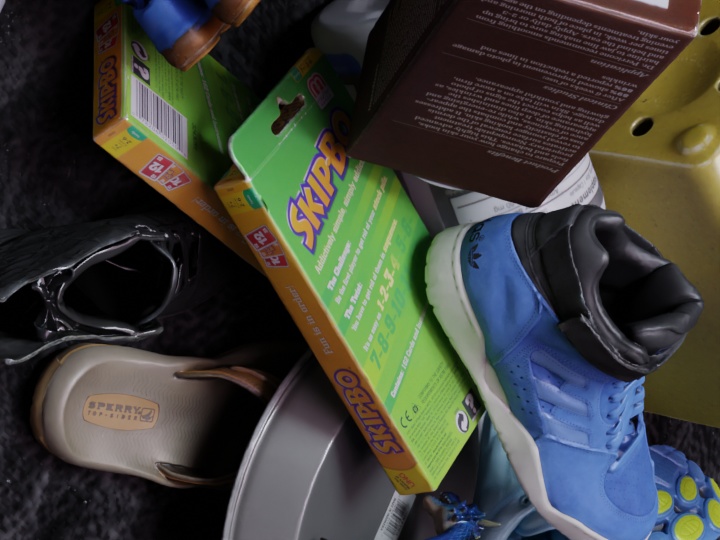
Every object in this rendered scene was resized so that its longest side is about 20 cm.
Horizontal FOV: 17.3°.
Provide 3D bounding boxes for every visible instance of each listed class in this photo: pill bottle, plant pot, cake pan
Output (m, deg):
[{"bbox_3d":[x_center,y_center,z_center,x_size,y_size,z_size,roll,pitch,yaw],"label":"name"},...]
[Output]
[{"bbox_3d":[0.059,-0.056,1.220,0.114,0.114,0.201,-33,112,-32],"label":"pill bottle"},{"bbox_3d":[0.214,-0.043,1.303,0.194,0.195,0.200,-54,128,-20],"label":"plant pot"},{"bbox_3d":[0.001,0.122,1.220,0.200,0.037,0.201,-32,130,-48],"label":"cake pan"}]

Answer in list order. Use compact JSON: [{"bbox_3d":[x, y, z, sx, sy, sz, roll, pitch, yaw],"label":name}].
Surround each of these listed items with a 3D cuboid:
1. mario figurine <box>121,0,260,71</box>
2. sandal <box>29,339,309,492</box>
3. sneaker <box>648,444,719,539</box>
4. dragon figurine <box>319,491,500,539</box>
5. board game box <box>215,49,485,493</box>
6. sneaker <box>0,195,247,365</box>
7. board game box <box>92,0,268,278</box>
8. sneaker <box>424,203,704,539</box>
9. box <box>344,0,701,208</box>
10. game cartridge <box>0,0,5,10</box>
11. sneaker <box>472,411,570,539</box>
[{"bbox_3d":[-0.114,-0.194,1.062,0.123,0.106,0.200,-42,101,5],"label":"mario figurine"},{"bbox_3d":[-0.070,0.074,1.180,0.200,0.054,0.081,6,93,-40],"label":"sandal"},{"bbox_3d":[0.146,0.172,1.374,0.071,0.083,0.200,44,48,2],"label":"sneaker"},{"bbox_3d":[0.039,0.166,1.132,0.099,0.200,0.059,-6,112,-16],"label":"dragon figurine"},{"bbox_3d":[0.000,0.000,1.134,0.200,0.030,0.096,62,40,-22],"label":"board game box"},{"bbox_3d":[-0.110,0.004,1.102,0.199,0.104,0.060,-9,103,-39],"label":"sneaker"},{"bbox_3d":[-0.055,-0.048,1.157,0.200,0.030,0.096,37,33,-36],"label":"board game box"},{"bbox_3d":[0.123,0.054,1.152,0.200,0.111,0.077,61,39,-21],"label":"sneaker"},{"bbox_3d":[0.070,-0.104,1.043,0.100,0.200,0.075,15,65,-12],"label":"box"},{"bbox_3d":[-0.249,-0.130,1.012,0.200,0.038,0.130,33,72,-38],"label":"game cartridge"},{"bbox_3d":[0.097,0.119,1.308,0.074,0.082,0.201,20,81,-41],"label":"sneaker"}]
